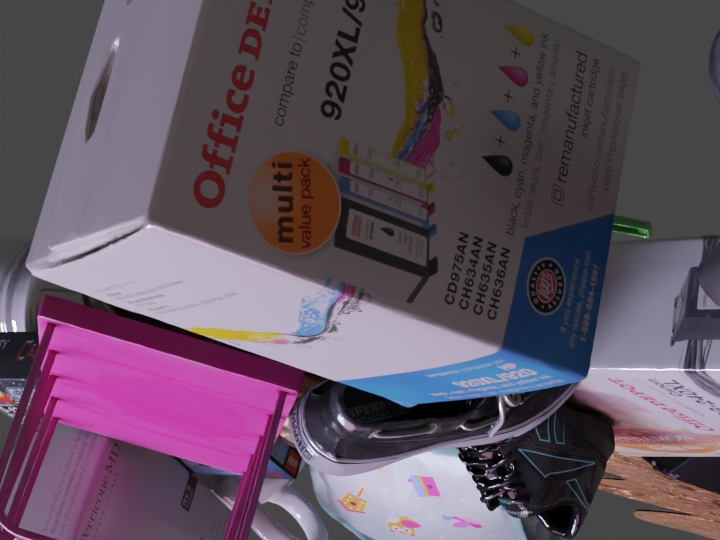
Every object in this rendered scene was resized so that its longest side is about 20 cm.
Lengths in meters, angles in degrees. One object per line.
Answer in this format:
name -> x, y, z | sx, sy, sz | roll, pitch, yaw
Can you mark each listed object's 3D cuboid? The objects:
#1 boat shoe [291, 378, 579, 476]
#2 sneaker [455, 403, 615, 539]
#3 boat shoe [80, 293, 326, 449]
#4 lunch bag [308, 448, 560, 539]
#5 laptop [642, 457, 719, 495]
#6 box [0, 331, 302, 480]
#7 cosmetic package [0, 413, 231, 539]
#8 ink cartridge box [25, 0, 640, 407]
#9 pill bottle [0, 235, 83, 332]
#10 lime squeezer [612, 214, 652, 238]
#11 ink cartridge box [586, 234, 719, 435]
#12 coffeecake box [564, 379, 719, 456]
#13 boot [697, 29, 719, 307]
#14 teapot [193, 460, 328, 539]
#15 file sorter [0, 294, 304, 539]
boat shoe -> 0.057, 0.055, 0.845 | 0.199, 0.074, 0.068 | -9, 160, -32
sneaker -> 0.098, 0.109, 0.964 | 0.075, 0.080, 0.200 | 0, 158, 41
boat shoe -> -0.068, 0.032, 0.902 | 0.075, 0.075, 0.202 | -37, 132, 24
lunch bag -> 0.063, 0.154, 1.193 | 0.170, 0.122, 0.200 | 6, 156, 22
laptop -> 0.325, 0.140, 1.296 | 0.177, 0.104, 0.200 | 22, -172, -28
box -> -0.152, 0.090, 1.029 | 0.199, 0.038, 0.137 | -2, 148, 34
cosmetic package -> -0.159, 0.175, 1.042 | 0.074, 0.102, 0.200 | 4, 152, 24
ink cartridge box -> -0.012, -0.044, 0.652 | 0.199, 0.148, 0.144 | 20, 163, -26
pill bottle -> -0.170, 0.030, 1.105 | 0.199, 0.120, 0.120 | 8, 164, 19
lime squeezer -> 0.057, -0.017, 0.862 | 0.199, 0.071, 0.038 | -19, 127, 5
ink cartridge box -> 0.239, 0.040, 0.862 | 0.199, 0.084, 0.145 | -3, 158, 44
coffeecake box -> 0.163, 0.064, 1.035 | 0.199, 0.073, 0.153 | 22, 163, -29
boot -> 0.192, -0.034, 0.656 | 0.164, 0.066, 0.200 | 14, 163, -6
teapot -> -0.102, 0.121, 1.233 | 0.197, 0.201, 0.146 | -2, 155, 42
file sorter -> -0.126, 0.120, 0.854 | 0.138, 0.126, 0.200 | 17, 158, -4
